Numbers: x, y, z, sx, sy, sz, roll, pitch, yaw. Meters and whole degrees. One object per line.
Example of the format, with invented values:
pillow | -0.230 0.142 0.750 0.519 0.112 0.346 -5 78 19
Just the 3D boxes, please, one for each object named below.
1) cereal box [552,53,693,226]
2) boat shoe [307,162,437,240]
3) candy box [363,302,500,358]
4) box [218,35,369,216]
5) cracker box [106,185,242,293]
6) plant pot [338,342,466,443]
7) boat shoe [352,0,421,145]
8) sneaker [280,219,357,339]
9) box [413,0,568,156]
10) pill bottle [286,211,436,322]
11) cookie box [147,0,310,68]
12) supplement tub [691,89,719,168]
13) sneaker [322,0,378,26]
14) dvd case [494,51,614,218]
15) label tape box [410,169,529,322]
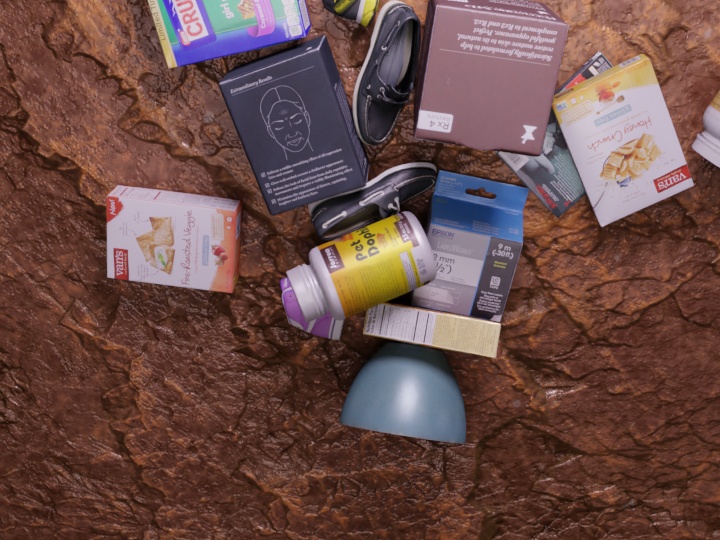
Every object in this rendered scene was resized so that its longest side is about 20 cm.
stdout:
cereal box | 0.366 -0.179 1.207 0.143 0.040 0.201 -24 110 13
boat shoe | 0.024 -0.097 1.251 0.198 0.061 0.076 -21 152 4
candy box | 0.110 0.089 1.301 0.197 0.115 0.056 9 86 9
box | -0.088 -0.203 1.209 0.147 0.107 0.202 -16 113 10
cracker box | -0.285 -0.048 1.316 0.197 0.058 0.136 7 113 1
plant pot | 0.074 0.187 1.344 0.197 0.200 0.137 9 81 -1
boat shoe | 0.044 -0.263 1.186 0.074 0.066 0.201 5 112 -33
sneaker | -0.065 0.008 1.322 0.113 0.073 0.203 15 112 2
box | 0.160 -0.263 1.118 0.164 0.200 0.166 8 114 -1
pill bottle | 0.000 0.000 1.217 0.198 0.109 0.110 -23 112 -5
cookie box | -0.184 -0.381 1.154 0.197 0.075 0.173 -11 113 9
supplement tub | 0.551 -0.219 1.145 0.143 0.145 0.201 26 113 -8
sneaker | -0.006 -0.425 1.125 0.083 0.075 0.202 9 114 0
dvd case | 0.312 -0.191 1.238 0.146 0.022 0.200 42 108 -14
label tape box | 0.164 -0.034 1.292 0.141 0.066 0.202 11 115 -2
